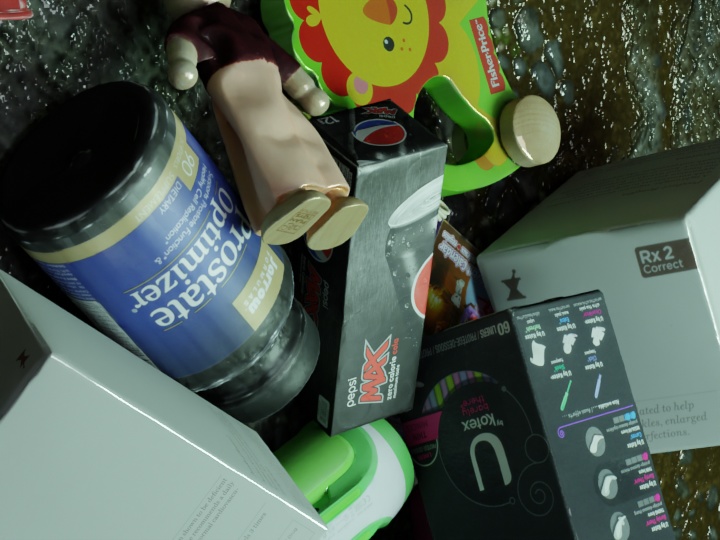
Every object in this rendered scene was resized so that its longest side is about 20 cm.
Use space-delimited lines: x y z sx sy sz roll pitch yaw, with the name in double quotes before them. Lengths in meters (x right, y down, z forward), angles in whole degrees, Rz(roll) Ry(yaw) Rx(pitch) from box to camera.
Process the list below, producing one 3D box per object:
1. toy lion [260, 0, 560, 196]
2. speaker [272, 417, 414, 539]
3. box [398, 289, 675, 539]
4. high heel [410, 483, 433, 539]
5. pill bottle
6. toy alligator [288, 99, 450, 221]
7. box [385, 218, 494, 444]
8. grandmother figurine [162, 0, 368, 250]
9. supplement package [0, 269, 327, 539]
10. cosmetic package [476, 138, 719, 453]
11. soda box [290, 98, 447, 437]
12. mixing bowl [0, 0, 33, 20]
"toy lion" 0.025 -0.141 1.214 0.191 0.068 0.202 -21 96 -40
"speaker" -0.054 0.164 1.178 0.200 0.088 0.089 -34 121 -40
"box" 0.112 0.128 1.232 0.106 0.122 0.202 -10 81 -47
"high heel" 0.050 0.254 1.343 0.096 0.067 0.201 -23 101 -11
"pill bottle" -0.107 -0.003 1.069 0.200 0.111 0.112 52 59 -40
"toy alligator" -0.017 -0.055 1.212 0.054 0.060 0.199 -42 141 17
"box" 0.073 0.067 1.343 0.200 0.039 0.138 38 68 -45
"grandmother figurine" -0.069 -0.108 1.064 0.121 0.060 0.201 18 41 -58
"supplement package" -0.138 0.110 0.995 0.200 0.117 0.117 37 94 -33
"cosmetic package" 0.213 0.018 1.352 0.200 0.164 0.166 -37 111 -54
"soda box" 0.000 0.000 1.167 0.070 0.063 0.201 -17 130 -30
"mixing bowl" -0.241 -0.168 0.816 0.199 0.199 0.109 -9 104 -48
